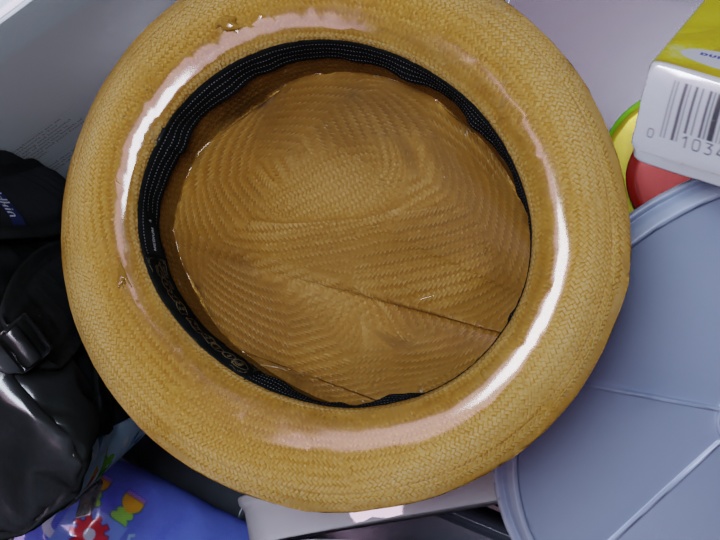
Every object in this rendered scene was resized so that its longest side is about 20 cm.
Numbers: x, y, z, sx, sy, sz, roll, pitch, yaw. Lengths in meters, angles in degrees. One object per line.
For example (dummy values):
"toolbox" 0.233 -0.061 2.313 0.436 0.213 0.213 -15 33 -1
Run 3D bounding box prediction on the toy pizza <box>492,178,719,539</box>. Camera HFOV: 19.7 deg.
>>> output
"toy pizza" 0.140 0.047 0.783 0.200 0.200 0.032 -49 31 7

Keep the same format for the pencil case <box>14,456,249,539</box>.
"pencil case" -0.120 0.120 0.887 0.199 0.078 0.087 25 71 18

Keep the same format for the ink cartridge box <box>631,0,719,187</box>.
"ink cartridge box" 0.219 -0.064 0.745 0.197 0.200 0.047 17 122 16

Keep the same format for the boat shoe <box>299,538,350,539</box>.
"boat shoe" 0.034 0.158 0.801 0.199 0.071 0.064 16 47 -11

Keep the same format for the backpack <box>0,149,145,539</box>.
"backpack" -0.146 0.023 0.787 0.163 0.200 0.154 45 115 2

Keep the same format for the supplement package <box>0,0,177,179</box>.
"supplement package" -0.154 -0.131 0.855 0.151 0.200 0.151 -34 77 10

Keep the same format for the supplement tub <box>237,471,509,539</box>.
"supplement tub" 0.000 0.000 0.829 0.145 0.145 0.201 -11 83 15

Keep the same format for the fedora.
"fedora" -0.002 -0.011 0.715 0.200 0.082 0.202 -2 81 15

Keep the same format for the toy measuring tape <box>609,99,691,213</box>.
"toy measuring tape" 0.164 -0.024 0.827 0.199 0.074 0.074 24 92 8
